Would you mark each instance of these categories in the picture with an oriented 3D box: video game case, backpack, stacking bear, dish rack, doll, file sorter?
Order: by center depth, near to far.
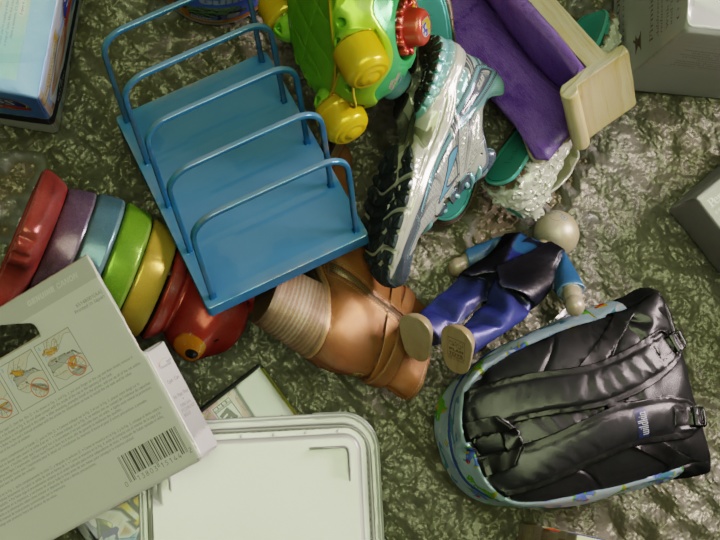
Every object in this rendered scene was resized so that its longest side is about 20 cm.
[{"bbox_3d":[-0.101,-0.099,1.147,0.137,0.123,0.201,-25,62,-9],"label":"file sorter"},{"bbox_3d":[-0.078,0.203,1.191,0.197,0.044,0.174,-2,85,-5],"label":"dish rack"},{"bbox_3d":[-0.182,0.008,1.196,0.198,0.122,0.115,24,45,-14],"label":"stacking bear"},{"bbox_3d":[0.160,0.120,1.212,0.198,0.153,0.165,-19,91,-29],"label":"backpack"},{"bbox_3d":[0.121,0.012,1.220,0.200,0.135,0.049,-40,132,-41],"label":"doll"},{"bbox_3d":[-0.108,0.209,1.221,0.199,0.026,0.182,-37,89,-9],"label":"video game case"}]

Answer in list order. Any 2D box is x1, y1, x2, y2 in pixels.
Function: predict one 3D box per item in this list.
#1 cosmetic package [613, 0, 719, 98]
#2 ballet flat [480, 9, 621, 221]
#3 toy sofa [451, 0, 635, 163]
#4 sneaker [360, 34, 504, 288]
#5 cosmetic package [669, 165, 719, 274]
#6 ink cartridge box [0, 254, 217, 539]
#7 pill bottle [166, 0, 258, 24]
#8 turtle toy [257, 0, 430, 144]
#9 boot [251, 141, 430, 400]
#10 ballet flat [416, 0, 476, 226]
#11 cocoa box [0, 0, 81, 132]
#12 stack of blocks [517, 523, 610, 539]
[{"bbox_3d":[0.314,-0.244,1.230,0.164,0.200,0.170,3,83,-6],"label":"cosmetic package"},{"bbox_3d":[0.170,-0.127,1.274,0.071,0.072,0.201,33,75,-2],"label":"ballet flat"},{"bbox_3d":[0.129,-0.191,1.223,0.097,0.083,0.201,-33,61,-4],"label":"toy sofa"},{"bbox_3d":[0.064,-0.079,1.185,0.085,0.077,0.203,18,88,-22],"label":"sneaker"},{"bbox_3d":[0.369,-0.012,1.268,0.107,0.090,0.201,-40,92,-6],"label":"cosmetic package"},{"bbox_3d":[-0.236,0.106,1.160,0.199,0.045,0.178,-28,92,17],"label":"ink cartridge box"},{"bbox_3d":[-0.115,-0.275,1.186,0.110,0.200,0.114,1,83,-6],"label":"pill bottle"},{"bbox_3d":[0.002,-0.202,1.137,0.100,0.201,0.147,-19,69,-23],"label":"turtle toy"},{"bbox_3d":[0.000,0.000,1.236,0.154,0.074,0.202,28,59,-20],"label":"boot"},{"bbox_3d":[0.059,-0.140,1.253,0.067,0.067,0.203,-6,98,-14],"label":"ballet flat"},{"bbox_3d":[-0.294,-0.229,1.195,0.132,0.131,0.203,10,82,-5],"label":"cocoa box"},{"bbox_3d":[0.194,0.240,1.162,0.114,0.200,0.059,12,82,-4],"label":"stack of blocks"}]
